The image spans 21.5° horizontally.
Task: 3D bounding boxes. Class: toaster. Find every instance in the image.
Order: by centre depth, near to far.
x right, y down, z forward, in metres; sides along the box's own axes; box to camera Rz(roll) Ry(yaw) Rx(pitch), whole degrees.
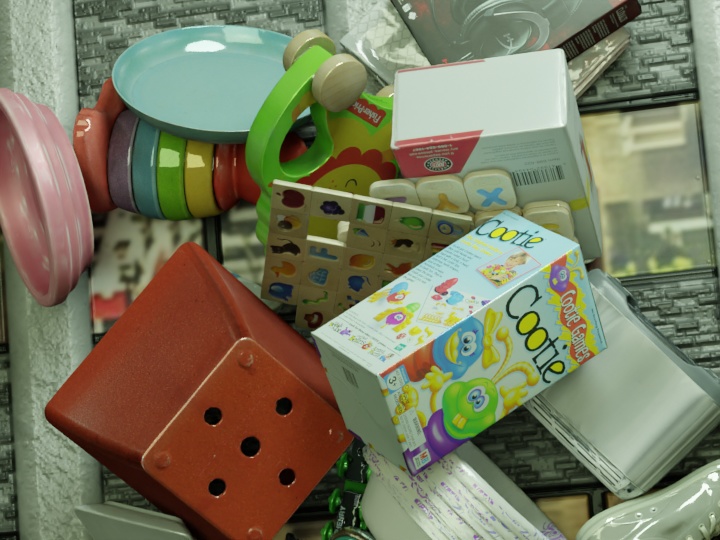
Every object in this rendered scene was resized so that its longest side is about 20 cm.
[{"bbox_3d":[0.225,0.104,1.600,0.200,0.114,0.129,44,98,12],"label":"toaster"}]

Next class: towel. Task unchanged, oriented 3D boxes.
[{"bbox_3d":[0.109,-0.208,1.701,0.191,0.032,0.200,-46,77,4],"label":"towel"}]

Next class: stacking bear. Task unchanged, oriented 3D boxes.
[{"bbox_3d":[-0.143,-0.100,1.706,0.199,0.122,0.114,4,118,11],"label":"stacking bear"}]

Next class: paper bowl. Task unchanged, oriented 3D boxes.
[{"bbox_3d":[0.079,0.209,1.573,0.104,0.201,0.201,-45,76,4],"label":"paper bowl"}]

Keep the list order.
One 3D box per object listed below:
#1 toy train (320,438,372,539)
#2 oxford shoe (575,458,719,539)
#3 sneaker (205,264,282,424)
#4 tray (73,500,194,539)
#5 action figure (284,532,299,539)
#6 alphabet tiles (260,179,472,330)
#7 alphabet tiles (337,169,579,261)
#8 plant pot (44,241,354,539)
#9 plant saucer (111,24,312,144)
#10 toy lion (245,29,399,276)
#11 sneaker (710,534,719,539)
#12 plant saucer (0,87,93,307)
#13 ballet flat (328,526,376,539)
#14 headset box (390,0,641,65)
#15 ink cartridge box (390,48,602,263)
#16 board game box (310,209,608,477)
[{"bbox_3d":[0.007,0.157,1.670,0.041,0.056,0.201,11,86,20],"label":"toy train"},{"bbox_3d":[0.275,0.207,1.573,0.199,0.075,0.058,-22,50,-15],"label":"oxford shoe"},{"bbox_3d":[-0.126,0.101,1.701,0.086,0.075,0.201,19,88,8],"label":"sneaker"},{"bbox_3d":[-0.174,0.245,1.637,0.107,0.200,0.022,11,63,13],"label":"tray"},{"bbox_3d":[-0.088,0.332,1.650,0.119,0.102,0.201,33,90,3],"label":"action figure"},{"bbox_3d":[0.000,0.000,1.621,0.166,0.200,0.008,11,54,0],"label":"alphabet tiles"},{"bbox_3d":[0.085,-0.019,1.608,0.199,0.196,0.015,-5,56,12],"label":"alphabet tiles"},{"bbox_3d":[-0.116,0.124,1.587,0.200,0.176,0.200,42,85,-21],"label":"plant pot"},{"bbox_3d":[-0.121,-0.163,1.687,0.199,0.200,0.028,12,125,14],"label":"plant saucer"},{"bbox_3d":[-0.028,-0.085,1.634,0.192,0.200,0.069,-54,50,7],"label":"toy lion"},{"bbox_3d":[0.278,0.285,1.595,0.199,0.067,0.090,-28,91,5],"label":"sneaker"},{"bbox_3d":[-0.289,-0.069,1.708,0.051,0.201,0.202,-16,79,-20],"label":"plant saucer"},{"bbox_3d":[0.041,0.291,1.621,0.074,0.074,0.201,-29,101,8],"label":"ballet flat"},{"bbox_3d":[0.137,-0.246,1.644,0.199,0.077,0.149,-32,79,9],"label":"headset box"},{"bbox_3d":[0.118,-0.086,1.594,0.144,0.200,0.084,-7,56,12],"label":"ink cartridge box"},{"bbox_3d":[0.080,0.055,1.500,0.199,0.105,0.103,-32,121,-19],"label":"board game box"}]
